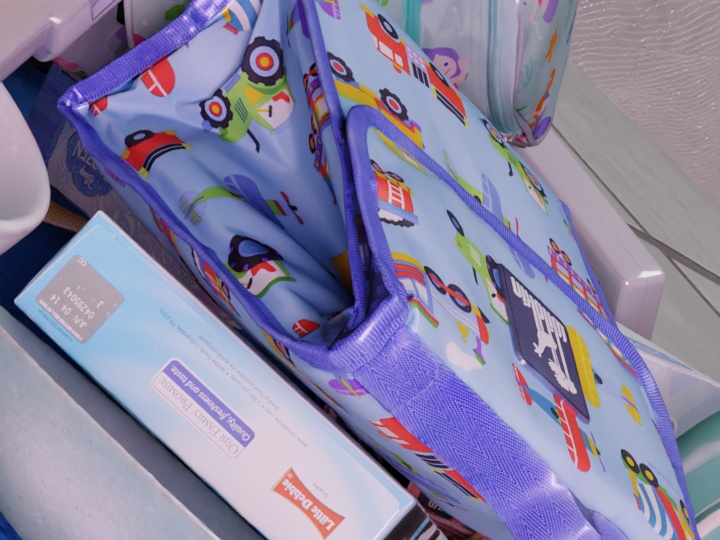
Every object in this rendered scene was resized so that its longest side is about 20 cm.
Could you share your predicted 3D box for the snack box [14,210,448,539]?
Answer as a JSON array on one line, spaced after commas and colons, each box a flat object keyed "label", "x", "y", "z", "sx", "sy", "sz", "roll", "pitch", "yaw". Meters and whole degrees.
[{"label": "snack box", "x": -0.030, "y": 0.050, "z": 0.814, "sx": 0.116, "sy": 0.037, "sz": 0.200, "roll": 42, "pitch": -4, "yaw": 11}]

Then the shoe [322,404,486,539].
[{"label": "shoe", "x": 0.060, "y": 0.094, "z": 0.988, "sx": 0.091, "sy": 0.072, "sz": 0.200, "roll": 25, "pitch": 6, "yaw": -33}]

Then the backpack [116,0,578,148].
[{"label": "backpack", "x": -0.003, "y": -0.121, "z": 0.906, "sx": 0.150, "sy": 0.178, "sz": 0.200, "roll": 6, "pitch": -3, "yaw": 18}]

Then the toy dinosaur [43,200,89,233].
[{"label": "toy dinosaur", "x": -0.161, "y": -0.065, "z": 0.888, "sx": 0.200, "sy": 0.058, "sz": 0.101, "roll": 36, "pitch": 28, "yaw": -10}]

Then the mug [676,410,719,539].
[{"label": "mug", "x": 0.131, "y": 0.112, "z": 0.838, "sx": 0.114, "sy": 0.185, "sz": 0.152, "roll": 9, "pitch": 70, "yaw": -64}]

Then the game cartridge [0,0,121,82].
[{"label": "game cartridge", "x": -0.082, "y": -0.147, "z": 0.768, "sx": 0.130, "sy": 0.200, "sz": 0.038, "roll": 48, "pitch": -23, "yaw": -4}]

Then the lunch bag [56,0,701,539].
[{"label": "lunch bag", "x": 0.016, "y": 0.018, "z": 0.755, "sx": 0.151, "sy": 0.094, "sz": 0.200, "roll": 44, "pitch": 10, "yaw": -36}]

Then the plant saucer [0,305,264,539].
[{"label": "plant saucer", "x": -0.043, "y": 0.082, "z": 0.723, "sx": 0.201, "sy": 0.039, "sz": 0.201, "roll": 43, "pitch": -4, "yaw": 4}]

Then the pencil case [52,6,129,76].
[{"label": "pencil case", "x": -0.151, "y": -0.149, "z": 0.988, "sx": 0.200, "sy": 0.083, "sz": 0.091, "roll": 28, "pitch": 35, "yaw": -8}]

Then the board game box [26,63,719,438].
[{"label": "board game box", "x": 0.000, "y": 0.000, "z": 0.988, "sx": 0.200, "sy": 0.043, "sz": 0.199, "roll": 21, "pitch": 6, "yaw": -31}]

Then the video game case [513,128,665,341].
[{"label": "video game case", "x": 0.055, "y": 0.010, "z": 1.139, "sx": 0.023, "sy": 0.182, "sz": 0.200, "roll": -12, "pitch": 44, "yaw": -23}]

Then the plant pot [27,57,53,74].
[{"label": "plant pot", "x": -0.131, "y": -0.187, "z": 1.142, "sx": 0.200, "sy": 0.187, "sz": 0.187, "roll": 65, "pitch": 17, "yaw": 18}]

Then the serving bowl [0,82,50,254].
[{"label": "serving bowl", "x": -0.177, "y": -0.062, "z": 0.740, "sx": 0.200, "sy": 0.066, "sz": 0.200, "roll": 44, "pitch": 11, "yaw": -10}]
